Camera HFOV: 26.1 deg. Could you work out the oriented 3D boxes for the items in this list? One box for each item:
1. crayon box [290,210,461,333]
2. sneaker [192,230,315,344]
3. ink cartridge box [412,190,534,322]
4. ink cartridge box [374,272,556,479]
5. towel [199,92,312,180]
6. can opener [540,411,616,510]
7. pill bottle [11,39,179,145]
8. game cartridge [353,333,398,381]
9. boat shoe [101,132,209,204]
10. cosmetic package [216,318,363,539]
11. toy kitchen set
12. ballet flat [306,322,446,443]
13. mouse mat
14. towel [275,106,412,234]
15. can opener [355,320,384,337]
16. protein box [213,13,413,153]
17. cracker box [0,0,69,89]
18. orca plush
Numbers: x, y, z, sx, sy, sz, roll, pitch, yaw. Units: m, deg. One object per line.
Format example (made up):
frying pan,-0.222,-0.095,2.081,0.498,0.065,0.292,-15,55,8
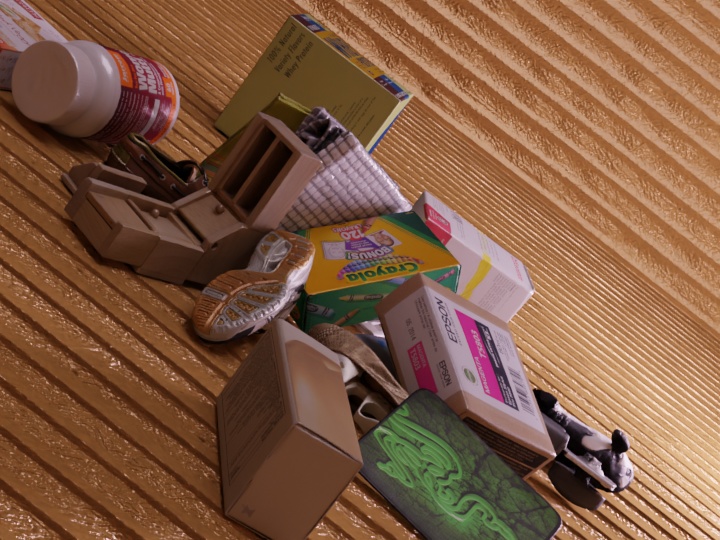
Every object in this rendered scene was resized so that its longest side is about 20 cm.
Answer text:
crayon box,0.000,0.000,1.782,0.199,0.058,0.119,-11,40,-26
sneaker,-0.105,0.038,1.577,0.075,0.088,0.200,23,33,18
ink cartridge box,0.154,-0.015,2.341,0.200,0.084,0.145,35,15,-11
ink cartridge box,0.115,0.120,1.700,0.165,0.075,0.200,30,31,-41
towel,-0.124,-0.143,1.864,0.086,0.200,0.018,22,49,-33
can opener,0.212,0.208,1.816,0.200,0.067,0.053,35,4,-5
pill bottle,-0.301,-0.203,1.772,0.110,0.110,0.200,43,15,20
game cartridge,0.063,0.132,1.765,0.200,0.041,0.133,21,19,-50
boat shoe,-0.198,-0.087,1.743,0.200,0.068,0.072,28,15,-39
cosmetic package,-0.064,0.135,1.311,0.071,0.105,0.200,33,17,-19
toy kitchen set,-0.193,-0.108,1.599,0.163,0.181,0.200,46,16,33
ballet flat,0.005,0.127,1.583,0.200,0.071,0.065,40,31,22
mouse mat,0.094,0.212,1.506,0.200,0.008,0.161,42,38,10
towel,-0.049,-0.086,1.828,0.086,0.165,0.200,57,7,35
can opener,0.057,0.052,1.897,0.053,0.067,0.200,46,24,27
protein box,-0.066,-0.235,2.260,0.200,0.199,0.135,38,14,2
cracker box,-0.419,-0.269,1.801,0.134,0.058,0.200,42,14,13
orca plush,0.268,0.225,1.894,0.200,0.105,0.071,56,40,-41
